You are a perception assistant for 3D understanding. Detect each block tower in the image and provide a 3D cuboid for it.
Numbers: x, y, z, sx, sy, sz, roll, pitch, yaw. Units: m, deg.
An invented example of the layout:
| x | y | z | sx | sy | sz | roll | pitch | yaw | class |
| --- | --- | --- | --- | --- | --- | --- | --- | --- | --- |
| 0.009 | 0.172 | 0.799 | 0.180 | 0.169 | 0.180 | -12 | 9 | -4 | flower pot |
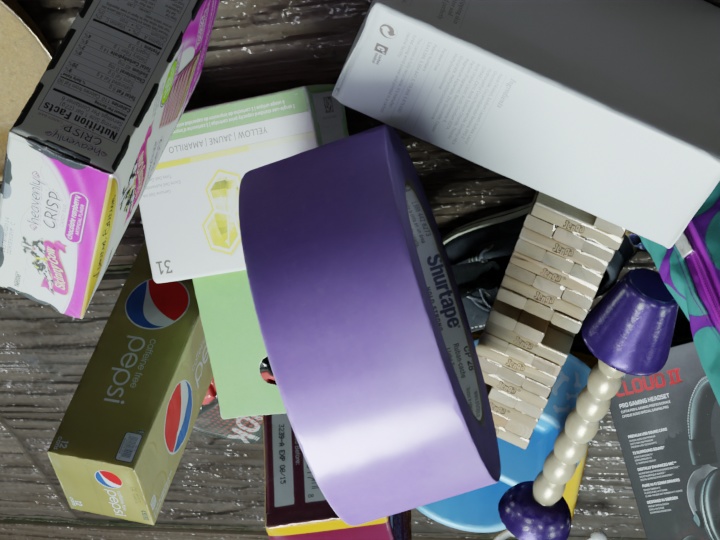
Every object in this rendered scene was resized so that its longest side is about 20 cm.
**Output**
| x | y | z | sx | sy | sz | roll | pitch | yaw | class |
| --- | --- | --- | --- | --- | --- | --- | --- | --- | --- |
| 0.107 | 0.017 | 0.965 | 0.057 | 0.054 | 0.201 | 23 | 136 | 4 | block tower |

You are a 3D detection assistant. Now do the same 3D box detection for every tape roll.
| x | y | z | sx | sy | sz | roll | pitch | yaw | class |
| --- | --- | --- | --- | --- | --- | --- | --- | --- | --- |
| 0.007 | 0.029 | 0.886 | 0.084 | 0.201 | 0.201 | -17 | 133 | 7 | tape roll |

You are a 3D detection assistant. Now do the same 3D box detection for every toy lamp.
| x | y | z | sx | sy | sz | roll | pitch | yaw | class |
| --- | --- | --- | --- | --- | --- | --- | --- | --- | --- |
| 0.143 | 0.087 | 1.022 | 0.058 | 0.058 | 0.202 | 20 | 123 | 1 | toy lamp |

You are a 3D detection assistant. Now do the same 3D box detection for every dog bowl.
| x | y | z | sx | sy | sz | roll | pitch | yaw | class |
| --- | --- | --- | --- | --- | --- | --- | --- | --- | --- |
| 0.093 | 0.121 | 1.148 | 0.111 | 0.050 | 0.200 | 26 | 142 | -7 | dog bowl |

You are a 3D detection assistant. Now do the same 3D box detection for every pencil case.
| x | y | z | sx | sy | sz | roll | pitch | yaw | class |
| --- | --- | --- | --- | --- | --- | --- | --- | --- | --- |
| 0.217 | 0.034 | 0.901 | 0.092 | 0.202 | 0.085 | 13 | 134 | -35 | pencil case |

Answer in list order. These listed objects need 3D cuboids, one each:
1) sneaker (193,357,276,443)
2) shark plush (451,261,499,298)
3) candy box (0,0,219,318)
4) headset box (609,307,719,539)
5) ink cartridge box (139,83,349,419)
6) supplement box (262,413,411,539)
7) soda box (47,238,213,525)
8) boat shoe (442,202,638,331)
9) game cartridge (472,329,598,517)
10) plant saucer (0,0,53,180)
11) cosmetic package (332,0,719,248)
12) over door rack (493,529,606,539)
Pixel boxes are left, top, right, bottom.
| x | y | z | sx | sy | sz | roll | pitch | yaw | class |
| --- | --- | --- | --- | --- | --- | --- | --- | --- | --- |
| -0.066 | 0.076 | 1.201 | 0.199 | 0.071 | 0.098 | -22 | 131 | 39 | sneaker |
| 0.000 | 0.000 | 1.043 | 0.199 | 0.090 | 0.084 | 16 | 123 | 56 | shark plush |
| -0.137 | -0.094 | 0.923 | 0.060 | 0.201 | 0.137 | 22 | 143 | -1 | candy box |
| 0.243 | 0.114 | 1.019 | 0.148 | 0.077 | 0.203 | -18 | 87 | 46 | headset box |
| -0.063 | -0.006 | 1.033 | 0.144 | 0.048 | 0.203 | -8 | 94 | 32 | ink cartridge box |
| -0.012 | 0.176 | 1.186 | 0.084 | 0.111 | 0.201 | -7 | 145 | 5 | supplement box |
| -0.141 | 0.066 | 1.116 | 0.063 | 0.201 | 0.068 | 9 | 142 | 15 | soda box |
| 0.097 | 0.005 | 1.046 | 0.074 | 0.063 | 0.199 | 38 | 141 | -23 | boat shoe |
| 0.082 | 0.112 | 1.210 | 0.174 | 0.033 | 0.201 | 14 | 144 | 10 | game cartridge |
| -0.274 | -0.141 | 1.065 | 0.198 | 0.036 | 0.201 | 14 | 142 | 11 | plant saucer |
| 0.100 | -0.109 | 0.867 | 0.198 | 0.114 | 0.081 | 26 | 142 | -3 | cosmetic package |
| 0.206 | 0.267 | 1.274 | 0.198 | 0.067 | 0.148 | 22 | 158 | 29 | over door rack |
